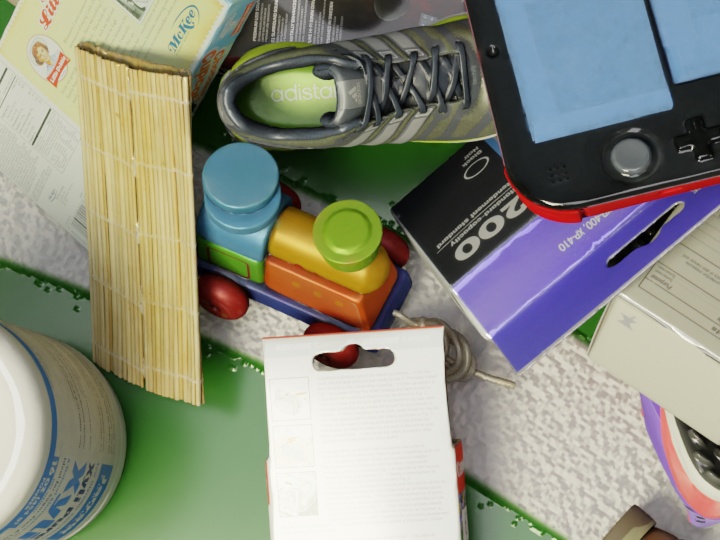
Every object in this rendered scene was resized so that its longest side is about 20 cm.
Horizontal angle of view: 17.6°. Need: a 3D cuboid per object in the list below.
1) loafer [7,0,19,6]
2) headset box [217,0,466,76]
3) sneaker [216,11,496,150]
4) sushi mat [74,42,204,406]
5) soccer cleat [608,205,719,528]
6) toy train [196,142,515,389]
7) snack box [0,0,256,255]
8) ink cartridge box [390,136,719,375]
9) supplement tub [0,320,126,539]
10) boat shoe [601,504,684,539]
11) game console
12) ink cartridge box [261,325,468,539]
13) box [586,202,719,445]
[{"bbox_3d":[-0.152,-0.242,1.373,0.076,0.068,0.200,38,90,10],"label":"loafer"},{"bbox_3d":[-0.020,-0.185,1.344,0.199,0.075,0.149,6,86,9],"label":"headset box"},{"bbox_3d":[0.014,-0.096,1.257,0.199,0.081,0.074,-10,98,10],"label":"sneaker"},{"bbox_3d":[-0.123,-0.025,1.304,0.096,0.012,0.200,20,121,38],"label":"sushi mat"},{"bbox_3d":[0.172,0.048,1.299,0.068,0.073,0.200,-10,63,-18],"label":"soccer cleat"},{"bbox_3d":[0.000,0.000,1.291,0.200,0.116,0.085,24,69,10],"label":"toy train"},{"bbox_3d":[-0.146,-0.118,1.319,0.116,0.037,0.200,42,127,11],"label":"snack box"},{"bbox_3d":[0.121,-0.053,1.254,0.198,0.200,0.043,-40,114,2],"label":"ink cartridge box"},{"bbox_3d":[-0.211,0.091,1.277,0.132,0.200,0.132,-1,83,9],"label":"supplement tub"},{"bbox_3d":[0.114,0.225,1.279,0.068,0.072,0.200,39,90,12],"label":"boat shoe"},{"bbox_3d":[0.147,-0.128,1.199,0.176,0.031,0.200,-15,63,8],"label":"game console"},{"bbox_3d":[0.005,0.133,1.305,0.109,0.050,0.201,-4,90,8],"label":"ink cartridge box"},{"bbox_3d":[0.215,-0.016,1.250,0.095,0.078,0.200,35,63,11],"label":"box"}]
